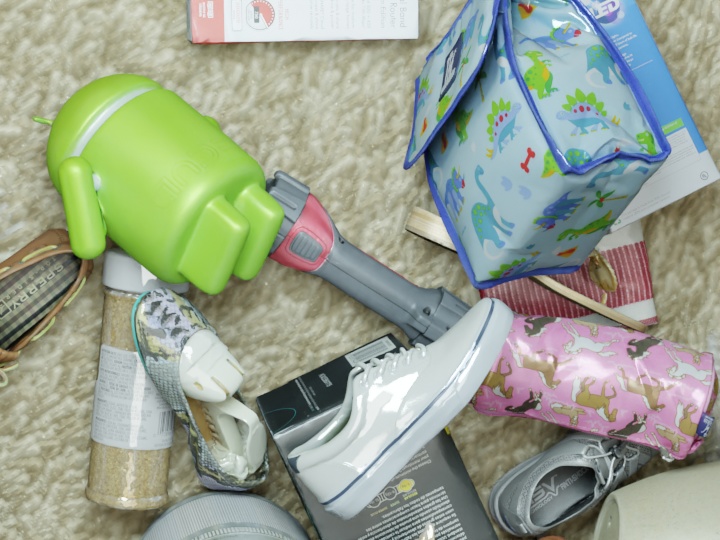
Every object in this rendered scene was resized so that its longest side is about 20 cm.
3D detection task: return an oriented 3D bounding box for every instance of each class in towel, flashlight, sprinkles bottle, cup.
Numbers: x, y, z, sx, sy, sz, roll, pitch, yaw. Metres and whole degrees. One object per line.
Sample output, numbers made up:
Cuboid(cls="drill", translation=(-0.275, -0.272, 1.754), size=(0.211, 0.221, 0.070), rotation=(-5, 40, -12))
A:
Cuboid(cls="towel", translation=(0.157, -0.037, 1.726), size=(0.144, 0.023, 0.201), rotation=(-14, 101, -8))
Cuboid(cls="flashlight", translation=(0.000, 0.000, 1.680), size=(0.200, 0.068, 0.068), rotation=(32, 62, -12))
Cuboid(cls="sprinkles bottle", translation=(-0.175, 0.084, 1.663), size=(0.068, 0.068, 0.201), rotation=(5, 97, -10))
Cuboid(cls="cup", translation=(0.262, 0.239, 1.698), size=(0.143, 0.200, 0.201), rotation=(10, 96, -4))

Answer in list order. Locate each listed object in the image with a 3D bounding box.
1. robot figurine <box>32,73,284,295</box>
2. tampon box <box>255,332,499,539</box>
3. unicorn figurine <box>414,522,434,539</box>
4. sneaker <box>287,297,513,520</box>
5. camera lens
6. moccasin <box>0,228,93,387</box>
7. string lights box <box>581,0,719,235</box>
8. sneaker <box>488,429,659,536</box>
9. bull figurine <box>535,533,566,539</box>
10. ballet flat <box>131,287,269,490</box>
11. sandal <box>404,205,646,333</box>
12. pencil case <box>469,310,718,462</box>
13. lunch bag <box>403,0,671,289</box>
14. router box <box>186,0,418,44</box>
Cuboid(cls="robot figurine", translation=(-0.153, -0.070, 1.600), size=(0.200, 0.175, 0.116), rotation=(39, 125, 19))
Cuboid(cls="tampon box", translation=(0.020, 0.174, 1.667), size=(0.126, 0.150, 0.200), rotation=(-25, 102, -4))
Cuboid(cls="unicorn figurine", translation=(0.044, 0.295, 1.584), size=(0.137, 0.074, 0.201), rotation=(-21, 88, 5))
Cuboid(cls="sneaker", translation=(0.029, 0.089, 1.545), size=(0.071, 0.073, 0.200), rotation=(42, 88, -12))
Cuboid(cls="camera lens", translation=(-0.098, 0.265, 1.634), size=(0.159, 0.200, 0.161), rotation=(-1, 98, -9))
Cuboid(cls="moccasin", translation=(-0.288, 0.049, 1.635), size=(0.201, 0.078, 0.074), rotation=(-35, 102, -3))
Cuboid(cls="string lights box", translation=(0.191, -0.138, 1.675), size=(0.103, 0.059, 0.200), rotation=(-26, 90, -9))
Cuboid(cls="sneaker", translation=(0.199, 0.155, 1.728), size=(0.200, 0.082, 0.075), rotation=(-42, 102, -2))
Cuboid(cls="bull figurine", translation=(0.143, 0.308, 1.717), size=(0.065, 0.121, 0.201), rotation=(8, 95, -23))
Cuboid(cls="ballet flat", translation=(-0.112, 0.094, 1.636), size=(0.072, 0.072, 0.201), rotation=(-24, 127, -5))
Cuboid(cls="sandal", translation=(0.144, -0.022, 1.678), size=(0.211, 0.078, 0.070), rotation=(23, 90, -7))
Cuboid(cls="pencil case", translation=(0.180, 0.088, 1.677), size=(0.199, 0.087, 0.083), rotation=(13, 135, 5))
Cuboid(cls="lunch bag", translation=(0.117, -0.115, 1.593), size=(0.127, 0.170, 0.200), rotation=(-8, 63, -30))
Cuboid(cls="router box", translation=(-0.047, -0.278, 1.643), size=(0.179, 0.049, 0.201), rotation=(-3, 98, -9))
